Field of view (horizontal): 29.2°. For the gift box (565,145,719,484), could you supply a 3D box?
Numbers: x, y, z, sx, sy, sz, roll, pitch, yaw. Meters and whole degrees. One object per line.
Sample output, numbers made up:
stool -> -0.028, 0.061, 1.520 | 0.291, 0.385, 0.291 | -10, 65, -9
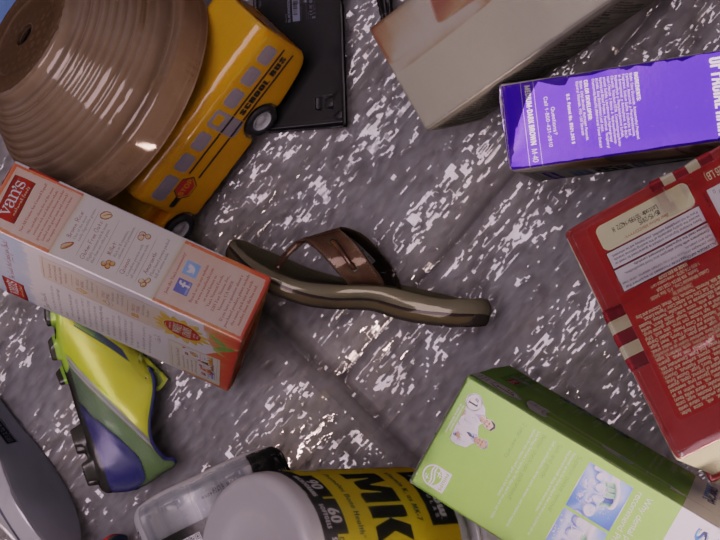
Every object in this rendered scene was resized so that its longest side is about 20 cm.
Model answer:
gift box -> 0.253, 0.010, 0.882 | 0.184, 0.187, 0.201 | -24, 69, 17

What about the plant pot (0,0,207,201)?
plant pot -> -0.212, -0.151, 1.021 | 0.200, 0.093, 0.202 | -26, 50, 36

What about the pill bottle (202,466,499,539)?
pill bottle -> 0.002, 0.191, 0.938 | 0.114, 0.199, 0.115 | -6, 82, 45

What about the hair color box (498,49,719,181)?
hair color box -> 0.204, -0.105, 0.935 | 0.199, 0.109, 0.065 | -9, 87, 17

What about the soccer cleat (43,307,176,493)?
soccer cleat -> -0.199, 0.075, 1.093 | 0.083, 0.065, 0.201 | -14, 80, -13

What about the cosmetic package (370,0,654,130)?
cosmetic package -> 0.119, -0.186, 0.941 | 0.200, 0.103, 0.088 | -32, 84, 28

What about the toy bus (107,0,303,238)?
toy bus -> -0.129, -0.107, 1.046 | 0.065, 0.078, 0.200 | 45, 102, 29

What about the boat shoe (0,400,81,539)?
boat shoe -> -0.298, 0.163, 1.114 | 0.065, 0.073, 0.200 | -44, 68, 17

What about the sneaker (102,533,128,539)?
sneaker -> -0.147, 0.284, 1.057 | 0.200, 0.075, 0.085 | 40, 105, 14

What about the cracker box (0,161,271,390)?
cracker box -> -0.170, 0.008, 1.008 | 0.199, 0.134, 0.058 | 24, 69, -1

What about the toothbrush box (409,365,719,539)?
toothbrush box -> 0.151, 0.151, 0.930 | 0.199, 0.146, 0.086 | 29, 97, 15

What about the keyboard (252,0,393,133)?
keyboard -> -0.024, -0.209, 1.053 | 0.126, 0.021, 0.201 | -2, 90, 24

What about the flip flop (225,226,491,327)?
flip flop -> 0.000, 0.000, 1.012 | 0.199, 0.081, 0.058 | 11, 97, 13

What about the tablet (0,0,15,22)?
tablet -> -0.312, -0.217, 1.145 | 0.130, 0.014, 0.200 | 37, 99, 14

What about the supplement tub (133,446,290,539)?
supplement tub -> -0.075, 0.241, 1.011 | 0.122, 0.122, 0.201 | -27, 81, 15
